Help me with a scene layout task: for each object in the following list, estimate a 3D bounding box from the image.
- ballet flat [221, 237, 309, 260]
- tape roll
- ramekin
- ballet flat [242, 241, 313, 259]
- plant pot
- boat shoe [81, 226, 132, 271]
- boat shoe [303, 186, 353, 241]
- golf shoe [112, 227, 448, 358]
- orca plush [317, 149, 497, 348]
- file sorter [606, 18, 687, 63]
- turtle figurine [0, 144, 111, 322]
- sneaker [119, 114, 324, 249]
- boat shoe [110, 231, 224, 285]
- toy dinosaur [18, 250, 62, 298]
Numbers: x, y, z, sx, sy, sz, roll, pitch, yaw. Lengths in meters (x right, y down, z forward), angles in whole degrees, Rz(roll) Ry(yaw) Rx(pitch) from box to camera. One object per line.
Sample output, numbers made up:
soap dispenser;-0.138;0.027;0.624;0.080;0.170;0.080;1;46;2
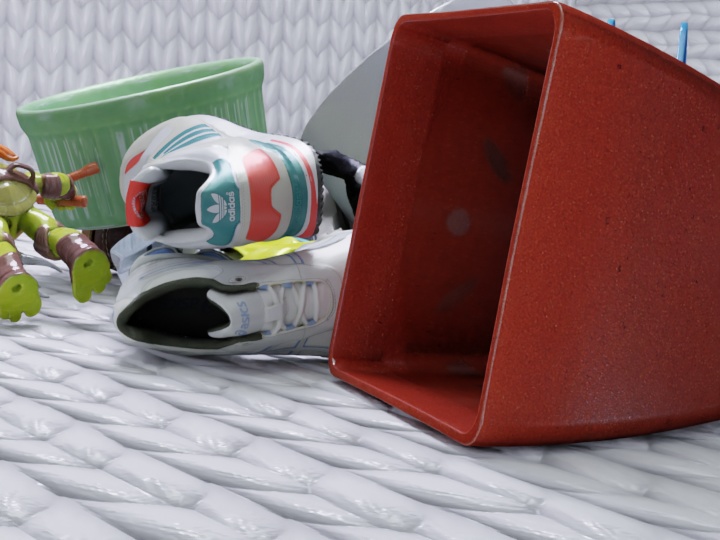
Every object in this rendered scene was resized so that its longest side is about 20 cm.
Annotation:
ballet flat;-0.096;-0.003;1.174;0.067;0.067;0.200;-32;23;-24
tape roll;0.072;-0.095;1.208;0.202;0.140;0.203;-34;-11;-8
ramekin;-0.165;-0.101;1.264;0.198;0.099;0.200;-11;12;2
ballet flat;0.000;0.000;1.068;0.199;0.067;0.067;-5;11;-40
plant pot;0.113;-0.016;0.819;0.175;0.202;0.200;10;3;-21
boat shoe;-0.150;-0.033;1.370;0.070;0.071;0.200;-2;11;33
boat shoe;-0.046;-0.005;1.231;0.092;0.075;0.200;-29;19;7
golf shoe;-0.046;0.024;0.910;0.198;0.079;0.097;-6;11;9
orca plush;0.027;0.002;0.970;0.200;0.071;0.105;47;-12;20
file sorter;0.195;-0.075;0.985;0.198;0.140;0.123;5;43;13
turtle figurine;-0.233;-0.041;1.075;0.199;0.065;0.161;-7;40;-41
sneaker;-0.109;-0.052;0.941;0.093;0.071;0.199;-8;13;-36
boat shoe;-0.126;0.004;1.069;0.073;0.067;0.200;-29;12;6
toy dinosaur;-0.316;-0.018;1.111;0.102;0.078;0.199;-1;-1;38
